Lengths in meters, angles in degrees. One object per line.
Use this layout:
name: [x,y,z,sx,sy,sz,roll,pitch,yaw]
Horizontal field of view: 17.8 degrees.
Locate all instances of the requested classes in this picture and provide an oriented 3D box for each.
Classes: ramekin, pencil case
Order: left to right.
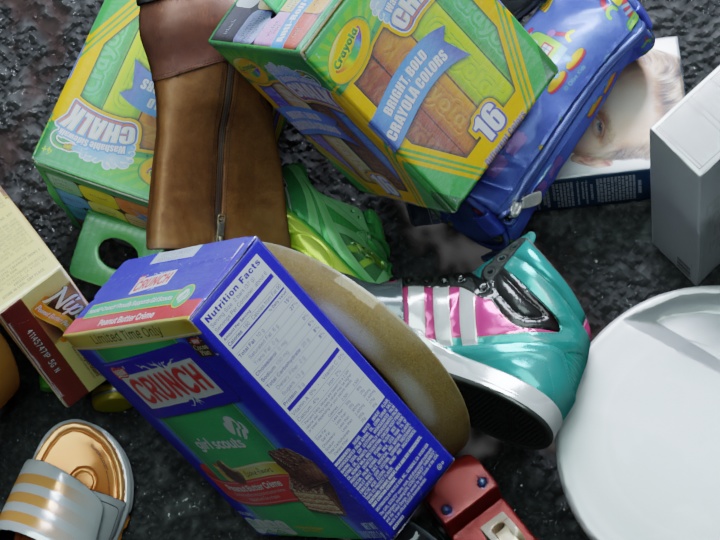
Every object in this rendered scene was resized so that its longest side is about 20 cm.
pencil case: [0.117,-0.106,1.525,0.087,0.078,0.200,26,76,45]
ramekin: [0.228,0.118,1.485,0.202,0.094,0.203,-3,70,8]

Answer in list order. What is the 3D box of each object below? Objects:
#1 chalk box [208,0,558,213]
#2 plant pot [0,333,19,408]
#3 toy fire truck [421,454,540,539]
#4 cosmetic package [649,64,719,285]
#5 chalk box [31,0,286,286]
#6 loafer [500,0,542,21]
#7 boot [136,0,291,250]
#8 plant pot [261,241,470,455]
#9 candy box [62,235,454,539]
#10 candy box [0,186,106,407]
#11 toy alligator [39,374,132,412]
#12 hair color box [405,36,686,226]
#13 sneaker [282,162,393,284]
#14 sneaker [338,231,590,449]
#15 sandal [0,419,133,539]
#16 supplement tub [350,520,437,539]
chalk box: [0.001,-0.150,1.443,0.125,0.200,0.124,-54,31,-12]
plant pot: [-0.336,0.081,1.538,0.183,0.200,0.200,-35,68,-23]
toy fire truck: [0.105,0.192,1.450,0.049,0.141,0.200,-36,70,-6]
cosmetic package: [0.231,-0.065,1.495,0.082,0.200,0.051,-40,70,-8]
chalk box: [-0.140,-0.082,1.594,0.124,0.124,0.200,17,73,14]
loafer: [0.047,-0.189,1.585,0.200,0.070,0.068,-11,35,43]
boot: [-0.055,-0.110,1.510,0.188,0.068,0.201,-4,90,-32]
plant pot: [-0.019,0.061,1.483,0.200,0.200,0.028,30,64,17]
candy box: [-0.066,0.078,1.452,0.200,0.169,0.077,49,63,-19]
candy box: [-0.243,-0.011,1.555,0.055,0.116,0.200,-36,50,-9]
toy alligator: [-0.127,0.055,1.579,0.199,0.054,0.059,-8,69,5]
hair color box: [0.127,-0.096,1.596,0.199,0.061,0.100,-7,70,5]
sneaker: [0.000,0.000,1.566,0.200,0.074,0.084,47,54,6]
sneaker: [0.065,0.021,1.477,0.200,0.084,0.121,27,62,19]
sandal: [-0.212,0.195,1.536,0.079,0.059,0.207,14,72,12]
supplement tub: [-0.019,0.249,1.465,0.107,0.107,0.200,31,77,17]
